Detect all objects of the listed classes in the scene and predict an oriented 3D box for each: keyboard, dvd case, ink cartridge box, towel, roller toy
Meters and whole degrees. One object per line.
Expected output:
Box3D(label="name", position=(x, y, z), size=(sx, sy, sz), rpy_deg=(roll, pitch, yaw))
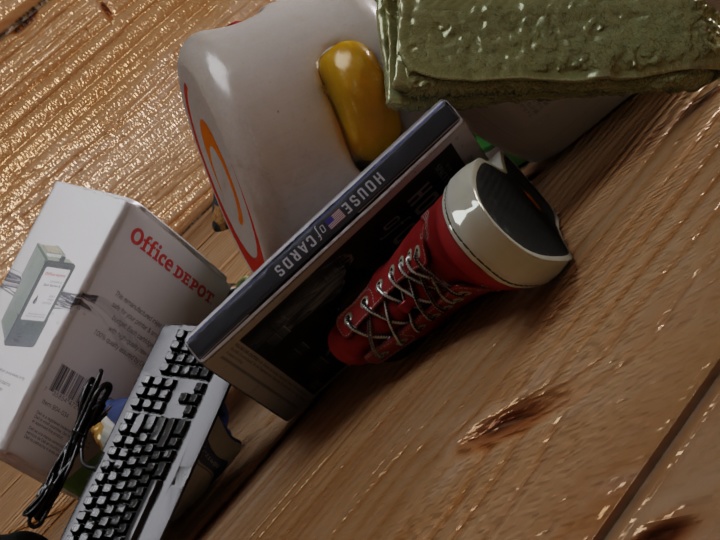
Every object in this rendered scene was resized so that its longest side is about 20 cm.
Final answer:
Box3D(label="keyboard", position=(-0.151, 0.120, 1.008), size=(0.126, 0.021, 0.201), rpy_deg=(0, 55, 40))
Box3D(label="dvd case", position=(0.000, 0.000, 0.984), size=(0.200, 0.025, 0.150), rpy_deg=(-42, -25, 1))
Box3D(label="ink cartridge box", position=(-0.201, 0.058, 1.227), size=(0.084, 0.145, 0.201), rpy_deg=(16, 73, 35))
Box3D(label="towel", position=(0.107, -0.163, 0.956), size=(0.198, 0.150, 0.037), rpy_deg=(-4, -20, 9))
Box3D(label="roller toy", position=(-0.026, -0.087, 1.066), size=(0.139, 0.201, 0.183), rpy_deg=(-23, 47, -10))

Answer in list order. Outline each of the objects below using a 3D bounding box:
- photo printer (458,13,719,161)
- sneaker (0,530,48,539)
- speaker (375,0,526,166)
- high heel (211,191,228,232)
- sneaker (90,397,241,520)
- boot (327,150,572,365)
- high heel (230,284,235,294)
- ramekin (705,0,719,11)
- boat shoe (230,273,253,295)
Box3D(label="photo printer", position=(0.124, -0.173, 1.062), size=(0.200, 0.166, 0.070), rpy_deg=(-40, 28, 21))
Box3D(label="sneaker", position=(-0.277, 0.214, 1.066), size=(0.108, 0.067, 0.201), rpy_deg=(-45, -27, 7))
Box3D(label="speaker", position=(0.065, -0.169, 1.170), size=(0.088, 0.200, 0.088), rpy_deg=(-41, 9, 7))
Box3D(label="high heel", position=(-0.063, -0.124, 1.316), size=(0.201, 0.071, 0.143), rpy_deg=(-57, -1, -9))
Box3D(label="sneaker", position=(-0.126, 0.117, 1.115), size=(0.088, 0.076, 0.200), rpy_deg=(-35, 16, -8))
Box3D(label="boot", position=(0.036, 0.010, 0.880), size=(0.144, 0.073, 0.200), rpy_deg=(-41, 0, 10))
Box3D(label="high heel", position=(-0.174, 0.079, 1.404), size=(0.143, 0.071, 0.200), rpy_deg=(-44, -3, 39))
Box3D(label="ramekin", position=(0.230, -0.137, 0.617), size=(0.200, 0.098, 0.201), rpy_deg=(-41, 8, 7))
Box3D(label="boat shoe", position=(-0.058, 0.026, 1.220), size=(0.060, 0.072, 0.202), rpy_deg=(-46, 3, -20))
